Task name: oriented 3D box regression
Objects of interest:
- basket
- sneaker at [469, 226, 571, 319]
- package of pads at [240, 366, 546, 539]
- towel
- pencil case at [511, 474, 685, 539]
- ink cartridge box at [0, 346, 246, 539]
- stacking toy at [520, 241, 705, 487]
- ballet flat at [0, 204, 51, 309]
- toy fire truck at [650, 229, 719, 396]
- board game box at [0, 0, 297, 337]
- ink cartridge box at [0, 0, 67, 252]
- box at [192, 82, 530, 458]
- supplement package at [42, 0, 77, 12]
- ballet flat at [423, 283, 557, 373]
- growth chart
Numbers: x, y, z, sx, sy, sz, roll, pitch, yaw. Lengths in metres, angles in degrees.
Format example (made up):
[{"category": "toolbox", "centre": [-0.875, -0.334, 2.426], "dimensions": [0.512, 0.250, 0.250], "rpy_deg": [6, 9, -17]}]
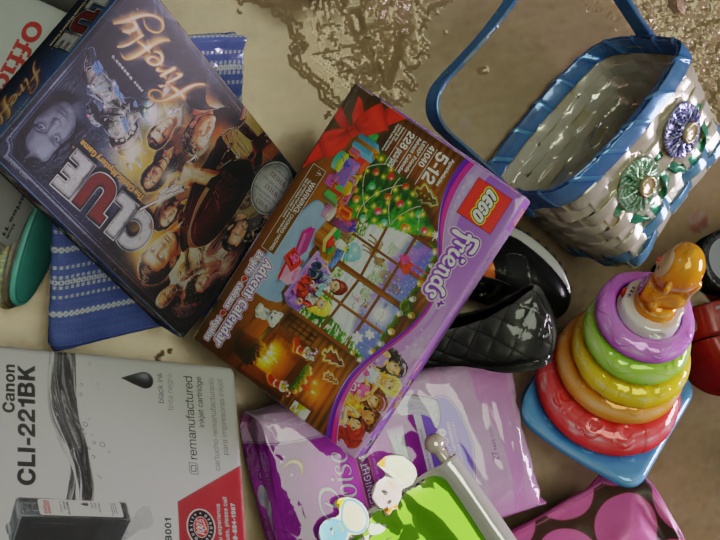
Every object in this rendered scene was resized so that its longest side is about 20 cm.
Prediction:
[{"category": "basket", "centre": [0.157, -0.115, 0.970], "dimensions": [0.200, 0.139, 0.177], "rpy_deg": [42, 79, -20]}, {"category": "sneaker", "centre": [0.053, -0.003, 0.958], "dimensions": [0.199, 0.070, 0.090], "rpy_deg": [32, 52, -7]}, {"category": "package of pads", "centre": [0.023, 0.133, 0.956], "dimensions": [0.198, 0.076, 0.122], "rpy_deg": [-14, 89, -16]}, {"category": "towel", "centre": [-0.139, -0.052, 0.881], "dimensions": [0.144, 0.024, 0.202], "rpy_deg": [-13, 117, -42]}, {"category": "pencil case", "centre": [0.133, 0.214, 0.979], "dimensions": [0.198, 0.091, 0.094], "rpy_deg": [-26, 87, -17]}, {"category": "ink cartridge box", "centre": [-0.179, 0.132, 0.841], "dimensions": [0.198, 0.084, 0.146], "rpy_deg": [7, 59, -26]}, {"category": "stacking toy", "centre": [0.190, 0.045, 0.931], "dimensions": [0.109, 0.201, 0.116], "rpy_deg": [32, 56, 13]}, {"category": "ballet flat", "centre": [-0.217, -0.075, 0.909], "dimensions": [0.070, 0.071, 0.202], "rpy_deg": [23, 82, -13]}, {"category": "toy fire truck", "centre": [0.323, 0.067, 1.032], "dimensions": [0.174, 0.129, 0.202], "rpy_deg": [-13, 81, -15]}, {"category": "board game box", "centre": [-0.131, -0.067, 0.838], "dimensions": [0.136, 0.034, 0.200], "rpy_deg": [-53, 137, -12]}, {"category": "ink cartridge box", "centre": [-0.283, -0.121, 0.847], "dimensions": [0.198, 0.083, 0.148], "rpy_deg": [24, 80, 7]}, {"category": "box", "centre": [0.000, 0.000, 0.887], "dimensions": [0.136, 0.039, 0.201], "rpy_deg": [34, 95, 12]}, {"category": "supplement package", "centre": [-0.202, -0.265, 0.846], "dimensions": [0.189, 0.200, 0.149], "rpy_deg": [18, 83, -15]}, {"category": "ballet flat", "centre": [0.039, 0.039, 0.933], "dimensions": [0.198, 0.066, 0.058], "rpy_deg": [-3, 105, 22]}, {"category": "growth chart", "centre": [0.019, 0.218, 0.897], "dimensions": [0.200, 0.018, 0.145], "rpy_deg": [-45, 93, -2]}]
